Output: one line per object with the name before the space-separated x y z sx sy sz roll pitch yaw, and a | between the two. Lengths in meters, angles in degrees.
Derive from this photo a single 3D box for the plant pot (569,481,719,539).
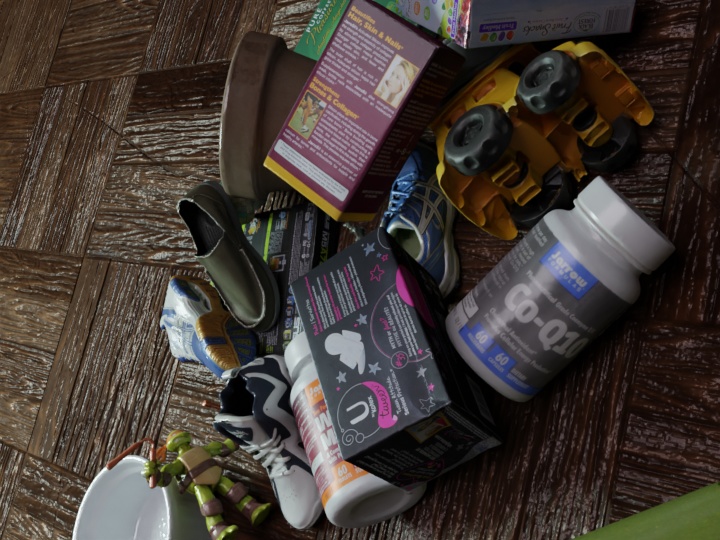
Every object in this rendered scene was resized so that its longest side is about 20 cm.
plant pot | 0.229 0.257 0.658 0.190 0.200 0.200 -35 53 11

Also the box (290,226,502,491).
box | 0.031 0.086 0.837 0.114 0.132 0.201 -30 53 15

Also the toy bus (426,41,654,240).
toy bus | 0.168 -0.163 0.905 0.200 0.136 0.192 -40 35 22

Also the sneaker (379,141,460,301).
sneaker | 0.063 -0.063 0.981 0.076 0.077 0.201 -27 56 34

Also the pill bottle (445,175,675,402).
pill bottle | 0.184 0.017 0.818 0.200 0.114 0.114 -48 49 18

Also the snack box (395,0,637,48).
snack box | 0.155 -0.273 0.889 0.142 0.199 0.053 45 140 51

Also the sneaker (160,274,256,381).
sneaker | -0.194 0.089 1.110 0.200 0.075 0.088 48 120 48

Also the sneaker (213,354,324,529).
sneaker | -0.109 0.194 0.985 0.079 0.129 0.200 -14 78 36

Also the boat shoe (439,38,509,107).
boat shoe | 0.076 -0.213 0.989 0.199 0.060 0.076 -24 86 -3

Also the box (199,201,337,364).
box | -0.120 0.022 1.135 0.193 0.047 0.201 -11 68 41

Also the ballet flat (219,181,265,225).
ballet flat | -0.151 -0.124 1.190 0.071 0.071 0.200 -35 25 27

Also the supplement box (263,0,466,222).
supplement box | 0.003 -0.163 0.907 0.110 0.086 0.200 37 108 19

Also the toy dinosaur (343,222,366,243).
toy dinosaur | 0.000 0.000 1.003 0.200 0.047 0.088 109 161 -50

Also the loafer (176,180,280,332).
loafer | -0.168 -0.012 1.072 0.075 0.070 0.201 -32 84 30

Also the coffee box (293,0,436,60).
coffee box | 0.005 -0.300 1.145 0.200 0.044 0.123 31 95 43

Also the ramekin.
ramekin | -0.265 0.339 1.107 0.200 0.098 0.201 -17 63 37

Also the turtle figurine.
turtle figurine | -0.192 0.248 1.043 0.161 0.200 0.064 48 123 20

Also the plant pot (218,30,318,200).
plant pot | -0.061 -0.175 1.052 0.174 0.200 0.201 8 77 4

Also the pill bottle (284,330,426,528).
pill bottle | -0.012 0.160 0.941 0.109 0.109 0.201 -40 52 23
